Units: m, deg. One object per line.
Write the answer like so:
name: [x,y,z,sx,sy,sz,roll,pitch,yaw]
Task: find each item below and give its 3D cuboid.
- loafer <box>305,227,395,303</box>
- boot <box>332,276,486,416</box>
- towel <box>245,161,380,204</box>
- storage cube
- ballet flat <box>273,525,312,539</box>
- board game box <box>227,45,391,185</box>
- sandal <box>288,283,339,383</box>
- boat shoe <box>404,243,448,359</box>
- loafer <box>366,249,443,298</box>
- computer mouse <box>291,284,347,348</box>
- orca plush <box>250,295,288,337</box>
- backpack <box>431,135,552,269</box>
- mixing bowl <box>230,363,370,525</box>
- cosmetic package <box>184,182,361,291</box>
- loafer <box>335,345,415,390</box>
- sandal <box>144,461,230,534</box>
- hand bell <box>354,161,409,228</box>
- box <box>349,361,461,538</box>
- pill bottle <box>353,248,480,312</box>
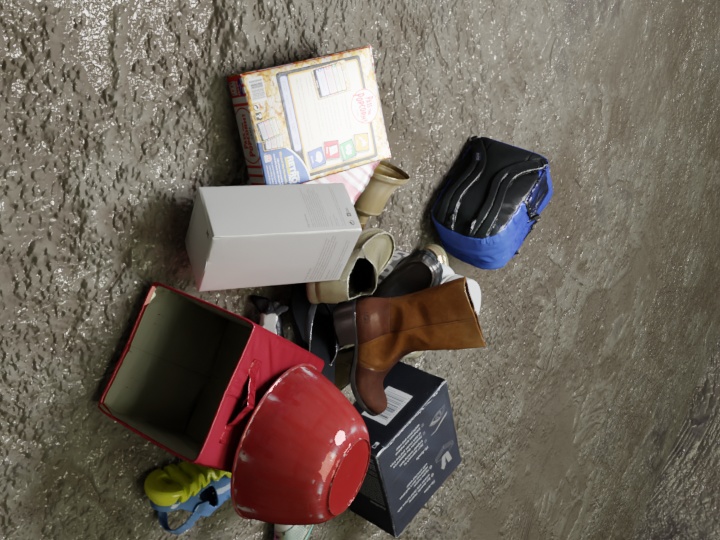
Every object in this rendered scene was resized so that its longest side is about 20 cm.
loafer: [0.000,0.000,1.307,0.199,0.067,0.077,-37,134,-49]
boot: [0.077,0.109,1.299,0.069,0.196,0.192,-73,150,-68]
towel: [-0.074,-0.118,1.268,0.146,0.030,0.202,38,76,-23]
storage cube: [-0.179,0.143,1.152,0.179,0.197,0.174,36,76,-58]
ballet flat: [-0.088,0.358,1.460,0.071,0.069,0.201,46,73,-30]
board game box: [-0.062,-0.198,1.213,0.197,0.046,0.155,-19,105,-29]
sandal: [-0.056,0.096,1.277,0.075,0.043,0.204,11,59,-28]
boat shoe: [0.094,0.054,1.568,0.064,0.071,0.204,3,107,-53]
loafer: [0.048,0.044,1.327,0.072,0.073,0.200,-38,171,-44]
computer mouse: [-0.047,0.016,1.378,0.140,0.046,0.201,-41,127,-11]
orca plush: [-0.153,0.136,1.312,0.103,0.071,0.205,2,95,-6]
backpack: [0.229,-0.098,1.603,0.201,0.161,0.169,-53,142,-25]
mixing bowl: [-0.056,0.226,1.120,0.200,0.107,0.203,-46,146,-43]
cosmetic package: [-0.111,-0.043,1.165,0.196,0.086,0.108,-3,144,-27]
loafer: [0.016,0.139,1.399,0.076,0.198,0.069,-22,91,-56]
sandal: [-0.210,0.298,1.277,0.198,0.079,0.089,-12,119,-41]
hand bell: [-0.007,-0.063,1.395,0.103,0.103,0.203,-2,118,-51]
box: [0.063,0.303,1.587,0.196,0.116,0.203,-40,132,-34]
pill bottle: [0.080,0.034,1.431,0.112,0.198,0.115,-25,124,-45]
